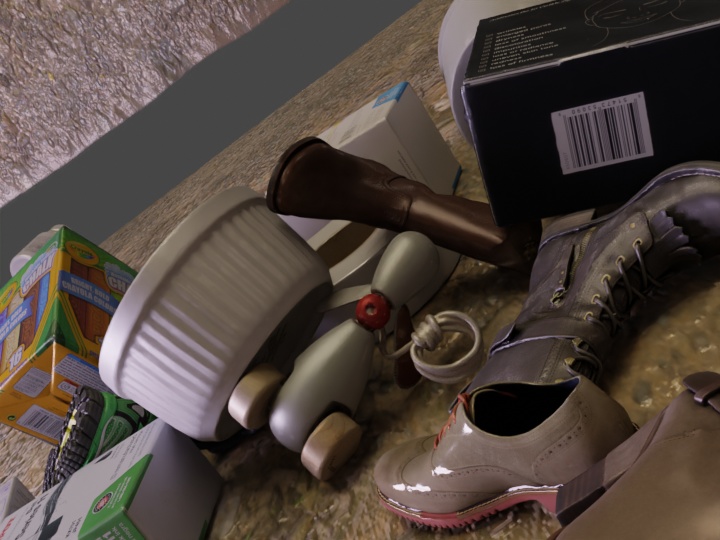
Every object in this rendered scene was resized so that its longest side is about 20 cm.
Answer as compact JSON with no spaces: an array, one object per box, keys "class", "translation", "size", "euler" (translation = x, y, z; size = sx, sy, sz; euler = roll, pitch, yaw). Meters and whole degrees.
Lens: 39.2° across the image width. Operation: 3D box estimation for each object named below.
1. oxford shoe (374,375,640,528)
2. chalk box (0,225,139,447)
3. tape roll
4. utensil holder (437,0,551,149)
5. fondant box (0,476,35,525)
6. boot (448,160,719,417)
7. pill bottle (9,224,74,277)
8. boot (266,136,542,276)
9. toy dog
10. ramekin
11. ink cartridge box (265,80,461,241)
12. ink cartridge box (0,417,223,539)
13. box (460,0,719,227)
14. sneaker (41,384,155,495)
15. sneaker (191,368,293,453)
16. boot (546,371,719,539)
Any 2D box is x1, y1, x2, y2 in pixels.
[{"class":"oxford shoe","translation":[0.072,0.096,0.585],"size":[0.198,0.075,0.071],"euler":[-21,23,44]},{"class":"chalk box","translation":[-0.285,0.055,1.006],"size":[0.123,0.124,0.202],"euler":[-38,40,22]},{"class":"tape roll","translation":[0.000,0.000,0.997],"size":[0.201,0.071,0.203],"euler":[-35,17,12]},{"class":"utensil holder","translation":[0.167,-0.211,1.056],"size":[0.168,0.171,0.201],"euler":[-32,20,16]},{"class":"fondant box","translation":[-0.393,0.306,1.009],"size":[0.144,0.059,0.200],"euler":[-38,16,-3]},{"class":"boot","translation":[0.157,0.028,0.638],"size":[0.199,0.069,0.175],"euler":[-24,26,49]},{"class":"pill bottle","translation":[-0.859,-0.039,2.770],"size":[0.113,0.115,0.201],"euler":[-27,20,29]},{"class":"boot","translation":[0.045,-0.045,0.816],"size":[0.186,0.198,0.065],"euler":[-16,-53,-61]},{"class":"toy dog","translation":[-0.005,0.072,0.782],"size":[0.198,0.133,0.096],"euler":[-32,-20,-3]},{"class":"ramekin","translation":[-0.108,0.043,0.828],"size":[0.201,0.104,0.201],"euler":[-52,-10,-14]},{"class":"ink cartridge box","translation":[-0.004,-0.099,1.167],"size":[0.198,0.126,0.129],"euler":[-28,18,27]},{"class":"ink cartridge box","translation":[-0.223,0.227,0.824],"size":[0.198,0.084,0.147],"euler":[-34,16,15]},{"class":"box","translation":[0.193,-0.145,0.810],"size":[0.196,0.126,0.197],"euler":[-11,26,16]},{"class":"sneaker","translation":[-0.246,0.193,0.939],"size":[0.201,0.084,0.079],"euler":[-57,29,36]},{"class":"sneaker","translation":[-0.157,0.122,0.953],"size":[0.197,0.078,0.141],"euler":[-10,34,36]},{"class":"boot","translation":[0.151,0.107,0.412],"size":[0.145,0.071,0.201],"euler":[-29,19,19]}]
